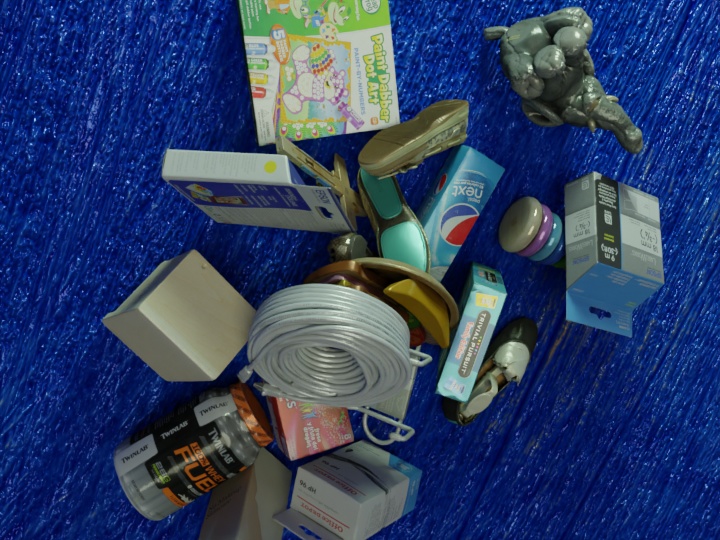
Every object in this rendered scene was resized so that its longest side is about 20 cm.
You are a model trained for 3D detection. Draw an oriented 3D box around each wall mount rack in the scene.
[{"bbox_3d":[0.009,0.159,1.129,0.172,0.074,0.202,17,102,23],"label":"wall mount rack"}]

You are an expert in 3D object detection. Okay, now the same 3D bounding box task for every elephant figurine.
[{"bbox_3d":[0.279,-0.247,1.054,0.141,0.156,0.200,-21,141,30],"label":"elephant figurine"}]

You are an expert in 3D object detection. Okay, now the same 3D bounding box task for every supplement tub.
[{"bbox_3d":[-0.228,0.246,1.073,0.199,0.123,0.123,-32,108,-2],"label":"supplement tub"}]

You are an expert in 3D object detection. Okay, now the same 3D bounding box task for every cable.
[{"bbox_3d":[-0.036,0.095,0.925,0.198,0.070,0.200,17,142,-8],"label":"cable"}]

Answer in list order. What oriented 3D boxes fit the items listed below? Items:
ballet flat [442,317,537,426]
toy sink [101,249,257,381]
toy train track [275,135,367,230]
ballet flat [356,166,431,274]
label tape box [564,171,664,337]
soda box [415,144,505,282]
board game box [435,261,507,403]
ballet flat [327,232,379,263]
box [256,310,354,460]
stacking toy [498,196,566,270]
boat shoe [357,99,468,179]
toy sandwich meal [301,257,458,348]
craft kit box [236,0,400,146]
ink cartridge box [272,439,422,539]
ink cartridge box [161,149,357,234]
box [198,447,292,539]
[{"bbox_3d":[0.206,0.161,1.166,0.068,0.068,0.200,39,94,-17],"label":"ballet flat"},{"bbox_3d":[-0.237,0.063,1.019,0.130,0.200,0.112,47,62,-16],"label":"toy sink"},{"bbox_3d":[-0.054,-0.116,1.013,0.032,0.116,0.200,-24,149,24],"label":"toy train track"},{"bbox_3d":[0.047,-0.055,1.039,0.070,0.071,0.201,-17,69,-6],"label":"ballet flat"},{"bbox_3d":[0.359,-0.020,1.089,0.143,0.063,0.202,14,69,-30],"label":"label tape box"},{"bbox_3d":[0.119,-0.074,1.089,0.064,0.068,0.201,27,97,-16],"label":"soda box"},{"bbox_3d":[0.152,0.078,1.064,0.047,0.200,0.152,19,101,4],"label":"board game box"},{"bbox_3d":[0.000,0.000,1.047,0.046,0.200,0.068,6,73,21],"label":"ballet flat"},{"bbox_3d":[-0.084,0.145,1.060,0.095,0.100,0.202,-14,91,-16],"label":"box"},{"bbox_3d":[0.303,-0.030,1.134,0.199,0.085,0.086,25,98,-20],"label":"stacking toy"},{"bbox_3d":[0.079,-0.166,1.024,0.199,0.073,0.063,-33,125,-31],"label":"boat shoe"},{"bbox_3d":[0.026,0.055,0.970,0.204,0.205,0.071,27,56,-16],"label":"toy sandwich meal"},{"bbox_3d":[-0.054,-0.277,1.018,0.196,0.049,0.202,-11,106,-11],"label":"craft kit box"},{"bbox_3d":[-0.015,0.313,1.082,0.199,0.115,0.068,-8,113,-55],"label":"ink cartridge box"},{"bbox_3d":[-0.112,-0.093,0.943,0.198,0.198,0.047,3,78,9],"label":"ink cartridge box"},{"bbox_3d":[-0.160,0.345,1.064,0.095,0.200,0.078,-38,109,16],"label":"box"}]
